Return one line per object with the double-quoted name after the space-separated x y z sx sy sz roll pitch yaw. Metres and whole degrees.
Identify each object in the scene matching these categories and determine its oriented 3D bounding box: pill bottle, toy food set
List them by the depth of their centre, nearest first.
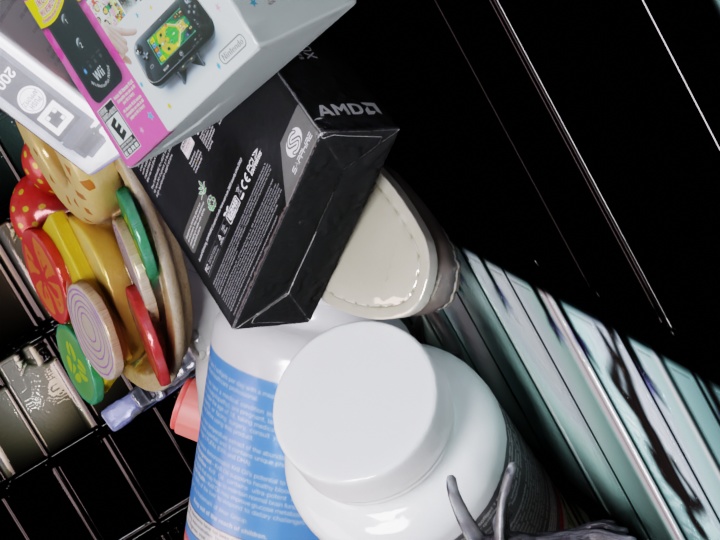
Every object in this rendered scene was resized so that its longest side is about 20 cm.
0.028 0.103 1.170 0.111 0.111 0.200 56 -179 32 "pill bottle"
-0.031 0.075 1.287 0.112 0.112 0.201 -133 48 -64 "pill bottle"
-0.156 -0.016 1.383 0.199 0.049 0.200 63 156 10 "toy food set"

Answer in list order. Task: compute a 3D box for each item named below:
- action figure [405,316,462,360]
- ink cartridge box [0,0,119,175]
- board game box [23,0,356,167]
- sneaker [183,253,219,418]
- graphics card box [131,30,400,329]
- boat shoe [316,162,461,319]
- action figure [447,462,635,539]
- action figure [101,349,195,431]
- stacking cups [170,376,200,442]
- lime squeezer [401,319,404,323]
0.022 0.103 1.393 0.200 0.102 0.119 -31 56 47 "action figure"
-0.156 -0.131 1.310 0.200 0.043 0.198 37 -155 -12 "ink cartridge box"
-0.104 -0.164 1.030 0.200 0.064 0.147 59 146 2 "board game box"
-0.091 0.004 1.411 0.074 0.087 0.201 23 117 56 "sneaker"
-0.066 -0.084 1.147 0.200 0.051 0.126 55 134 36 "graphics card box"
-0.004 -0.025 1.168 0.059 0.072 0.200 13 -170 -36 "boat shoe"
0.094 0.187 1.070 0.200 0.119 0.102 56 -147 -22 "action figure"
-0.116 0.011 1.616 0.105 0.200 0.193 52 -177 -9 "action figure"
-0.026 0.118 1.570 0.199 0.061 0.061 23 168 7 "stacking cups"
0.000 0.000 1.368 0.071 0.038 0.200 52 172 52 "lime squeezer"
